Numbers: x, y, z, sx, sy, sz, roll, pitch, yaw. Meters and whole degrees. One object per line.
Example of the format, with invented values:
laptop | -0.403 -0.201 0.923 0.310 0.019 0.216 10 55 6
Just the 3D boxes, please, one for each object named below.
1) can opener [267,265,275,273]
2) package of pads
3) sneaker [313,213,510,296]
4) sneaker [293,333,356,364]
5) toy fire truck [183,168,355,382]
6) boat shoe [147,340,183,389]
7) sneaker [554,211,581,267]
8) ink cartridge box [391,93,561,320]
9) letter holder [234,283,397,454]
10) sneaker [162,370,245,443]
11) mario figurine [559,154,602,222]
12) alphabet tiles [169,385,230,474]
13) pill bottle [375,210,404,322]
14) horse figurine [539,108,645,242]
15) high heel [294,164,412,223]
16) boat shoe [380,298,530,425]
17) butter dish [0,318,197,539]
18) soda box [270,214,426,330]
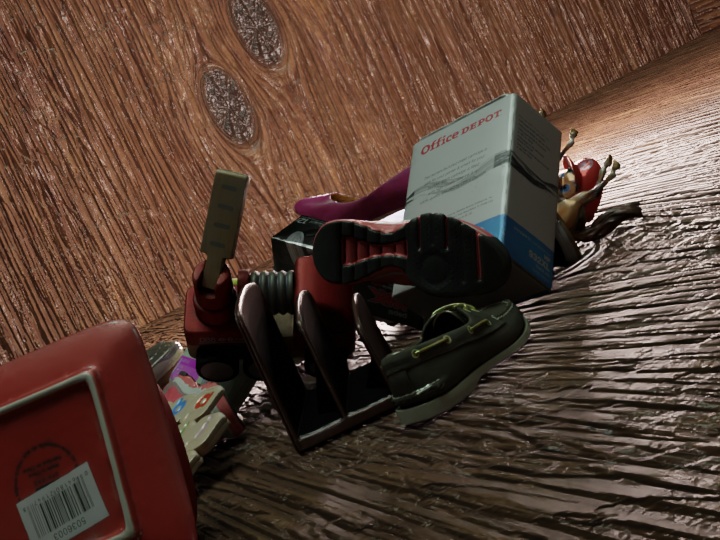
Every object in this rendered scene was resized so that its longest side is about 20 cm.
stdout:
can opener | -0.081 0.043 1.725 0.063 0.079 0.200 -2 -14 10
package of pads | -0.151 0.083 1.570 0.155 0.068 0.200 -61 14 -9
sneaker | 0.057 -0.020 1.256 0.200 0.074 0.087 6 7 32
sneaker | -0.033 0.061 1.561 0.087 0.075 0.200 -22 5 -19
toy fire truck | -0.095 0.007 1.369 0.176 0.129 0.200 -1 -36 1
boat shoe | -0.280 0.172 1.649 0.200 0.072 0.076 -43 25 -21
sneaker | 0.156 -0.016 1.426 0.108 0.070 0.200 -31 8 -7
ink cartridge box | 0.120 -0.058 1.361 0.145 0.084 0.200 -24 45 40
letter holder | -0.039 0.061 1.231 0.100 0.142 0.200 -26 6 3
sneaker | -0.193 0.157 1.398 0.087 0.074 0.200 -32 7 -21
mario figurine | 0.194 -0.081 1.600 0.200 0.124 0.106 -29 -7 11
alphabet tiles | -0.208 0.188 1.263 0.200 0.015 0.196 -21 26 42
pill bottle | 0.053 -0.015 1.630 0.112 0.112 0.200 -24 7 20
horse figurine | 0.222 -0.089 1.504 0.050 0.200 0.133 18 -71 -46
high heel | 0.012 -0.094 1.523 0.200 0.096 0.067 8 17 32
boat shoe | 0.082 0.060 1.121 0.072 0.060 0.202 -22 8 35
butter dish | -0.204 0.162 1.045 0.200 0.200 0.148 -23 -16 17
soda box | 0.000 0.000 1.485 0.200 0.071 0.063 15 35 29
